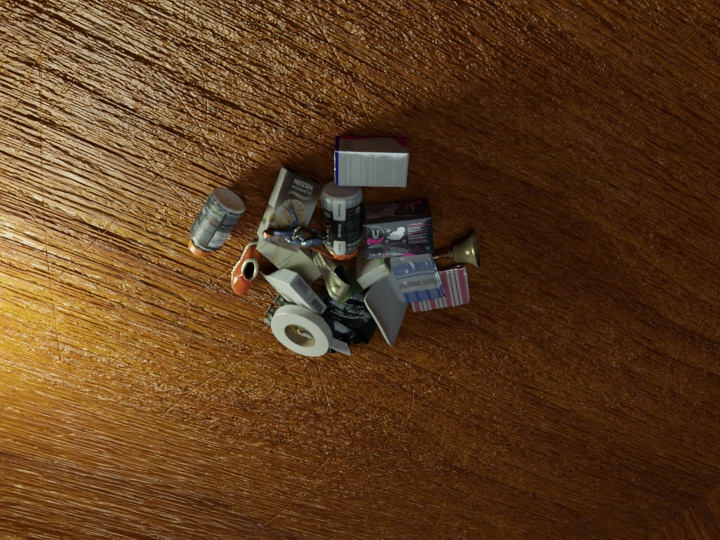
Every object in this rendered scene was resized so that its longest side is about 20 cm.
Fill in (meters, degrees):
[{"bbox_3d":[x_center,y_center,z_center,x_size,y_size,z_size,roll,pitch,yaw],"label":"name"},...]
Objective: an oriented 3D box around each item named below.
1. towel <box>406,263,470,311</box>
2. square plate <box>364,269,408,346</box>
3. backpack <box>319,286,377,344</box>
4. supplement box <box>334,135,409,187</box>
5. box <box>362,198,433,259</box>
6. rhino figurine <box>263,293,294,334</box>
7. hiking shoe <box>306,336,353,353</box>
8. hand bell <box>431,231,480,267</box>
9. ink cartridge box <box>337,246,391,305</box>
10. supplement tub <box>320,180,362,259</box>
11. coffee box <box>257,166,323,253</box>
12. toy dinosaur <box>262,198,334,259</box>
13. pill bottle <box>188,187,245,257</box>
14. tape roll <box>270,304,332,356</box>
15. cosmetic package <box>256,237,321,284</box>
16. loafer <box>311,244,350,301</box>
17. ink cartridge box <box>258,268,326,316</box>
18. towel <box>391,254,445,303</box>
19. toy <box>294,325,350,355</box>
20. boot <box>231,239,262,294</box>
[{"bbox_3d":[0.247,0.057,1.844,0.194,0.030,0.149,-10,124,9],"label":"towel"},{"bbox_3d":[0.078,0.094,1.773,0.028,0.200,0.202,-8,128,31],"label":"square plate"},{"bbox_3d":[-0.038,0.125,1.826,0.195,0.127,0.170,17,111,-11],"label":"backpack"},{"bbox_3d":[0.029,-0.295,1.553,0.194,0.102,0.106,1,126,-1],"label":"supplement box"},{"bbox_3d":[0.106,-0.122,1.653,0.194,0.133,0.117,-5,122,2],"label":"box"},{"bbox_3d":[-0.266,0.149,1.858,0.087,0.060,0.200,39,141,-4],"label":"rhino figurine"},{"bbox_3d":[-0.114,0.242,1.928,0.197,0.088,0.075,-27,121,17],"label":"hiking shoe"},{"bbox_3d":[0.257,-0.049,1.750,0.195,0.105,0.106,-8,126,21],"label":"hand bell"},{"bbox_3d":[0.000,0.000,1.727,0.197,0.147,0.048,-29,122,19],"label":"ink cartridge box"},{"bbox_3d":[-0.053,-0.142,1.643,0.119,0.124,0.204,0,124,-1],"label":"supplement tub"},{"bbox_3d":[-0.197,-0.168,1.600,0.112,0.080,0.204,17,101,-25],"label":"coffee box"},{"bbox_3d":[-0.169,-0.081,1.551,0.176,0.106,0.204,-9,123,0],"label":"toy dinosaur"},{"bbox_3d":[-0.421,-0.131,1.658,0.105,0.107,0.201,30,119,-20],"label":"pill bottle"},{"bbox_3d":[-0.181,0.188,1.776,0.198,0.037,0.206,15,139,13],"label":"tape roll"},{"bbox_3d":[-0.207,-0.050,1.737,0.103,0.074,0.199,-36,119,22],"label":"cosmetic package"},{"bbox_3d":[-0.081,-0.007,1.707,0.068,0.203,0.075,-36,155,22],"label":"loafer"},{"bbox_3d":[-0.209,0.055,1.764,0.048,0.198,0.161,-50,127,-15],"label":"ink cartridge box"},{"bbox_3d":[0.169,0.010,1.774,0.144,0.024,0.203,-10,118,28],"label":"towel"},{"bbox_3d":[-0.118,0.202,1.848,0.195,0.048,0.116,18,157,15],"label":"toy"},{"bbox_3d":[-0.352,0.013,1.759,0.073,0.108,0.202,18,124,-15],"label":"boot"}]
